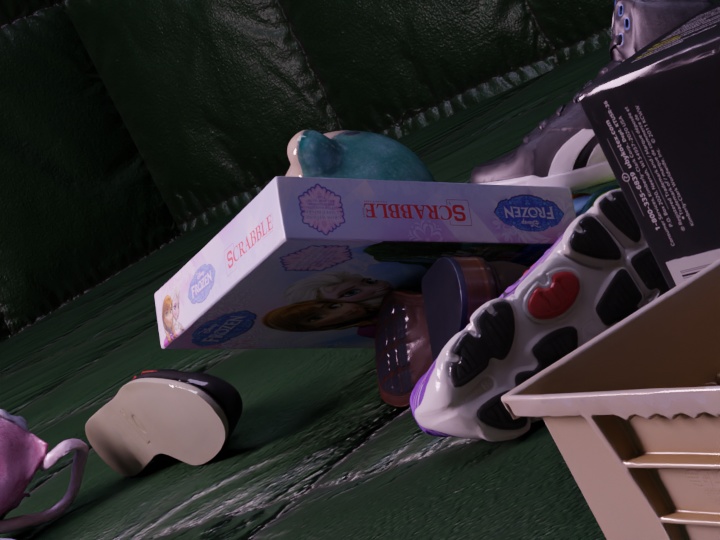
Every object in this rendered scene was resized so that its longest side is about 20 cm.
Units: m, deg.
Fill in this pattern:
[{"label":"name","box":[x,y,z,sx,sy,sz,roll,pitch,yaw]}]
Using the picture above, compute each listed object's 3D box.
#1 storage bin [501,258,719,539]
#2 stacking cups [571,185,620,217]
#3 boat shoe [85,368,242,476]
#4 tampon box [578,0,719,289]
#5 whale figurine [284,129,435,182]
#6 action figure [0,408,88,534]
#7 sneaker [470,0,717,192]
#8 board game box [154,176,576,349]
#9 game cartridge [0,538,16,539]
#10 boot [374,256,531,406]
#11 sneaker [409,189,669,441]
[{"label":"storage bin","box":[0.183,0.027,0.568,0.200,0.094,0.198,-29,7,-22]},{"label":"stacking cups","box":[0.155,-0.025,1.204,0.060,0.061,0.200,-29,8,-20]},{"label":"boat shoe","box":[-0.131,0.097,1.349,0.063,0.074,0.201,-40,7,-28]},{"label":"tampon box","box":[0.228,-0.069,0.875,0.200,0.150,0.126,-32,9,-39]},{"label":"whale figurine","box":[-0.011,-0.021,1.344,0.103,0.160,0.200,1,20,30]},{"label":"action figure","box":[-0.296,0.191,1.336,0.148,0.134,0.200,17,33,8]},{"label":"sneaker","box":[0.152,-0.111,1.189,0.199,0.112,0.073,-14,0,25]},{"label":"board game box","box":[0.000,0.000,1.192,0.199,0.041,0.200,1,-21,-27]},{"label":"game cartridge","box":[-0.260,0.210,1.169,0.133,0.042,0.200,-25,5,-23]},{"label":"boot","box":[0.072,0.038,1.143,0.097,0.075,0.200,-2,-12,-16]},{"label":"sneaker","box":[0.102,0.021,1.015,0.200,0.081,0.083,-31,2,-25]}]
